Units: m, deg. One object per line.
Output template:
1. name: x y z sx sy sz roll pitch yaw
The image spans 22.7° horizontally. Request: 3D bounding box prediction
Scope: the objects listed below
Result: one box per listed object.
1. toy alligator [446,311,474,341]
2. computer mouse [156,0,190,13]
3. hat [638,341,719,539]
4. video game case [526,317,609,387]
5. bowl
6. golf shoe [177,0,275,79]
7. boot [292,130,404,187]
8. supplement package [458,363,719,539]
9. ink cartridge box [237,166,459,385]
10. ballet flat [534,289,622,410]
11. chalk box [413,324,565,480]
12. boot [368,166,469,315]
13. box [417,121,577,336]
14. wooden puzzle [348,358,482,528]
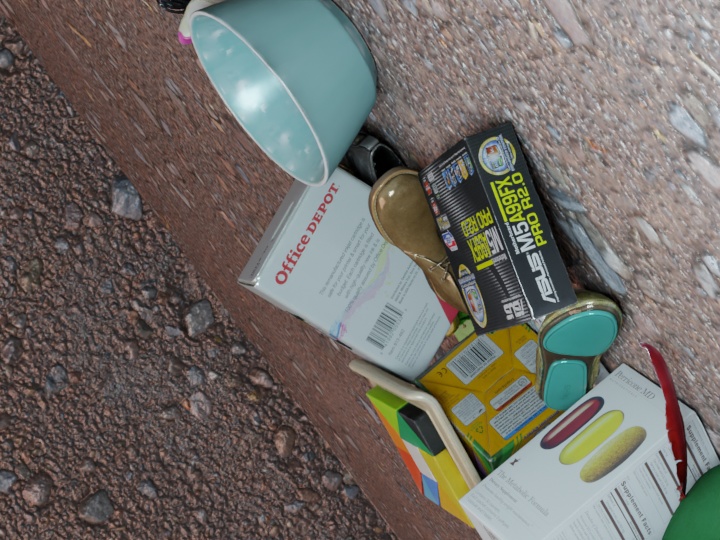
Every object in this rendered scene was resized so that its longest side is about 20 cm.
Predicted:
1. toy alligator: 0.112 0.045 1.897 0.054 0.059 0.200 -33 97 38
2. computer mouse: -0.132 -0.242 1.924 0.200 0.053 0.138 53 -163 25
3. hat: 0.312 0.174 1.527 0.200 0.165 0.177 80 -168 -72
4. video game case: 0.180 0.074 1.772 0.182 0.024 0.200 52 169 0
5. bowl: -0.059 -0.188 1.680 0.201 0.105 0.201 47 164 18
6. golf shoe: -0.095 -0.206 1.791 0.200 0.092 0.075 41 167 0
7. boot: -0.002 -0.096 1.879 0.174 0.069 0.200 32 166 38
8. supplement package: 0.210 0.199 1.590 0.114 0.200 0.110 36 161 54
9. ink cartridge box: 0.000 0.000 1.788 0.199 0.146 0.083 32 174 -15
10. ballet flat: 0.188 0.055 1.584 0.071 0.071 0.200 47 159 21
11. chalk box: 0.150 0.157 1.778 0.124 0.125 0.200 45 168 32
12. boot: 0.076 -0.023 1.681 0.075 0.074 0.200 48 179 46
13. box: 0.114 -0.031 1.542 0.200 0.044 0.161 152 99 -79
14. wooden puzzle: 0.070 0.182 1.766 0.200 0.037 0.185 56 168 -18
